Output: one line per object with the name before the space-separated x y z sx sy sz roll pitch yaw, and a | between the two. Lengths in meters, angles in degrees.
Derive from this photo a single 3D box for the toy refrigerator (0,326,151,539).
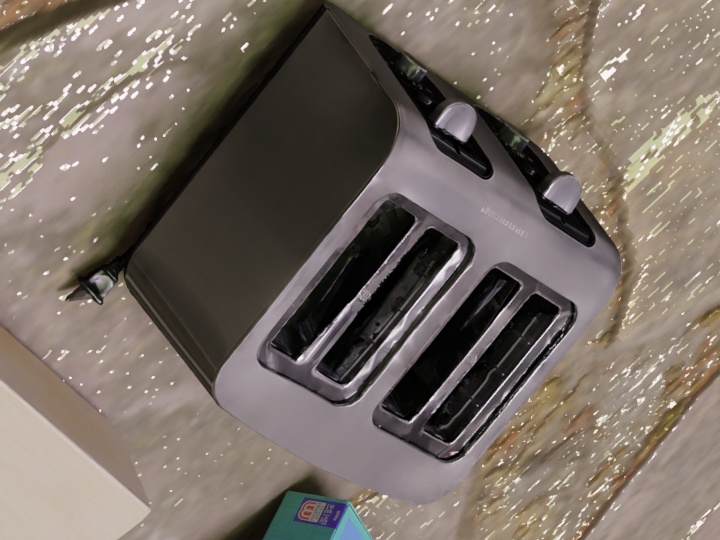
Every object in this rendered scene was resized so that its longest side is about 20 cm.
toy refrigerator | -0.189 0.065 1.246 0.076 0.070 0.200 -37 133 7

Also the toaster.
toaster | 0.000 0.000 1.279 0.180 0.119 0.200 31 103 -41

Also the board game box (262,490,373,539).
board game box | -0.035 0.243 1.411 0.201 0.045 0.152 -62 141 -30
